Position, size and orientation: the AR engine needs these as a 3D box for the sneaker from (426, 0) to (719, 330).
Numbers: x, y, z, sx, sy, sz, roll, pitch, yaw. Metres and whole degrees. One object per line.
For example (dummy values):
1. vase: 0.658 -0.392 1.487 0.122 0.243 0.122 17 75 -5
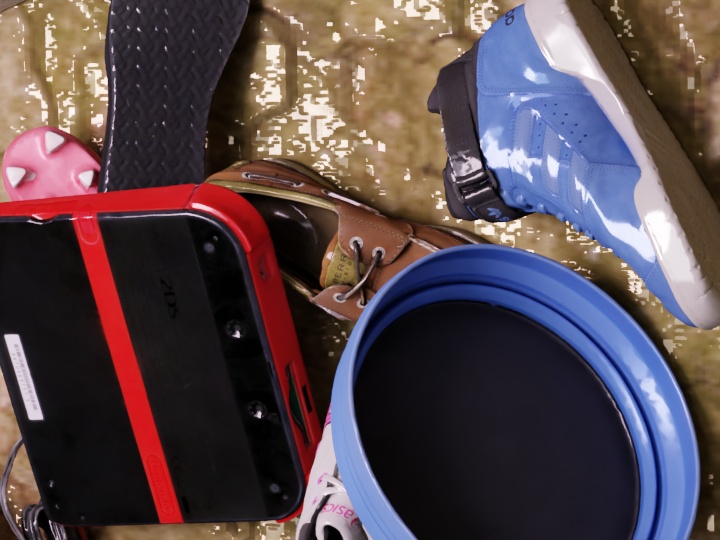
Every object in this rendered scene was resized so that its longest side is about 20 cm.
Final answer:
1. sneaker: 0.106 -0.038 1.483 0.111 0.077 0.200 -35 72 22

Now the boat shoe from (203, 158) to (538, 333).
1. boat shoe: 0.000 0.000 1.556 0.200 0.068 0.072 23 104 26

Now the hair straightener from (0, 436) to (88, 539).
1. hair straightener: -0.161 0.183 1.664 0.041 0.077 0.200 -18 82 17

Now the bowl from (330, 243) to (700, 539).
1. bowl: 0.075 0.085 1.452 0.201 0.201 0.039 61 143 12

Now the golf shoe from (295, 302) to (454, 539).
1. golf shoe: 0.010 0.110 1.498 0.073 0.092 0.200 12 96 14

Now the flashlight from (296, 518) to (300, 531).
1. flashlight: -0.042 0.200 1.604 0.200 0.068 0.068 -44 38 22

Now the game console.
1. game console: -0.116 0.050 1.589 0.177 0.031 0.200 -3 115 25

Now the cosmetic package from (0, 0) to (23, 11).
1. cosmetic package: -0.235 -0.184 1.661 0.200 0.104 0.073 -20 83 29

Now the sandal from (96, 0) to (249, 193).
1. sandal: -0.112 -0.102 1.611 0.075 0.048 0.201 13 84 -15

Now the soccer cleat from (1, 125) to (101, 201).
1. soccer cleat: -0.128 0.000 1.644 0.067 0.076 0.200 -41 89 -2
